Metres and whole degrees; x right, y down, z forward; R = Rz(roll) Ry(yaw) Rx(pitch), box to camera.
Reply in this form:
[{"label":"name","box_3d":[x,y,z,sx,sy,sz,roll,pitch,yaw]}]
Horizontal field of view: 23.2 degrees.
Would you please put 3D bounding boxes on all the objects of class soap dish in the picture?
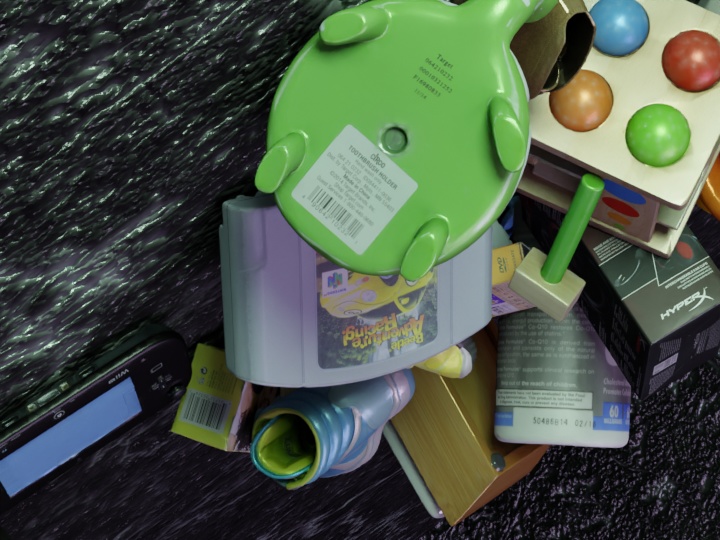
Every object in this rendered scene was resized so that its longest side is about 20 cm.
[{"label":"soap dish","box_3d":[0.079,0.103,1.525,0.081,0.201,0.157,-33,173,32]}]

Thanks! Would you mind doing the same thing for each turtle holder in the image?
[{"label":"turtle holder","box_3d":[0.027,-0.093,0.952,0.132,0.140,0.187,-44,145,-78]}]

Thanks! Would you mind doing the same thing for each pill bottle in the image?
[{"label":"pill bottle","box_3d":[0.170,0.043,1.449,0.113,0.202,0.114,3,176,0]}]

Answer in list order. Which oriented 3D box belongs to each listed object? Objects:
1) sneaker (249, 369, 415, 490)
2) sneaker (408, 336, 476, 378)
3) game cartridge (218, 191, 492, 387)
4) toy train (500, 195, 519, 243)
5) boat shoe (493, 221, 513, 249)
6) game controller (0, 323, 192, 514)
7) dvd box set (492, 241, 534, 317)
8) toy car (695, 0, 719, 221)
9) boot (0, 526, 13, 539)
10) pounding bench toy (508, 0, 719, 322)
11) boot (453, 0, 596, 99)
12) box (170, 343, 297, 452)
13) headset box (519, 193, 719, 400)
[{"label":"sneaker","box_3d":[-0.043,0.131,1.373,0.130,0.080,0.200,-35,165,-30]},{"label":"sneaker","box_3d":[-0.003,0.036,1.207,0.199,0.075,0.077,29,84,-34]},{"label":"game cartridge","box_3d":[0.003,0.003,1.134,0.199,0.041,0.134,-14,116,-30]},{"label":"toy train","box_3d":[0.174,-0.027,1.606,0.114,0.087,0.200,-36,168,-27]},{"label":"boat shoe","box_3d":[0.079,-0.013,1.407,0.062,0.072,0.200,-37,170,-6]},{"label":"game controller","box_3d":[-0.203,0.108,1.196,0.199,0.042,0.104,-34,167,-14]},{"label":"dvd box set","box_3d":[0.046,0.025,1.351,0.198,0.030,0.146,-14,168,15]},{"label":"toy car","box_3d":[0.320,-0.124,1.334,0.201,0.174,0.150,-61,-176,13]},{"label":"boot","box_3d":[-0.355,0.262,1.277,0.200,0.069,0.188,-40,167,17]},{"label":"pounding bench toy","box_3d":[0.164,-0.073,1.163,0.201,0.123,0.156,-63,169,-9]},{"label":"boot","box_3d":[0.083,-0.122,1.068,0.073,0.076,0.200,-32,167,-25]},{"label":"box","box_3d":[-0.088,0.105,1.395,0.200,0.050,0.076,24,82,-76]},{"label":"headset box","box_3d":[0.189,-0.021,1.311,0.075,0.201,0.149,-30,159,-5]}]
